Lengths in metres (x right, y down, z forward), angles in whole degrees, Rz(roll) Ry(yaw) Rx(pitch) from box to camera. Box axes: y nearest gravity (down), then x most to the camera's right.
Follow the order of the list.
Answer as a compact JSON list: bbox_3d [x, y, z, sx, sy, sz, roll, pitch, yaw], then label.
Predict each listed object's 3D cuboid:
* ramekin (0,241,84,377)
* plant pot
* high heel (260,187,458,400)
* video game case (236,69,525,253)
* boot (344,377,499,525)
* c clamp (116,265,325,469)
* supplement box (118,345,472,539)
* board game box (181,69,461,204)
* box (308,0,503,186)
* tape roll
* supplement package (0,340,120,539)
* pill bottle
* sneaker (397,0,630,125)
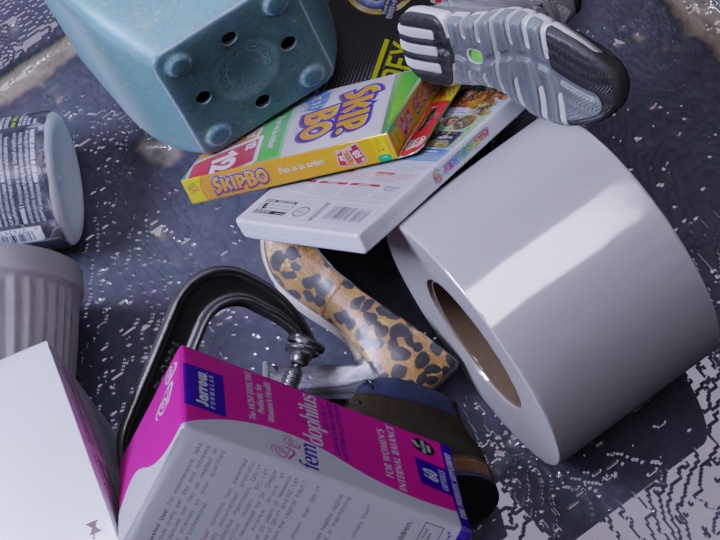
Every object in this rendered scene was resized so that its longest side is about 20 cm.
[{"bbox_3d":[-0.295,0.056,1.312,0.199,0.200,0.106,-7,75,5],"label":"ramekin"},{"bbox_3d":[-0.125,-0.205,1.370,0.195,0.197,0.200,-32,52,-3],"label":"plant pot"},{"bbox_3d":[0.000,0.000,1.357,0.142,0.071,0.201,-3,77,8],"label":"high heel"},{"bbox_3d":[0.023,-0.083,1.303,0.200,0.018,0.143,-43,29,-27],"label":"video game case"},{"bbox_3d":[-0.008,0.123,1.278,0.199,0.075,0.097,9,35,-17],"label":"boot"},{"bbox_3d":[-0.083,0.105,1.288,0.170,0.027,0.201,20,80,-24],"label":"c clamp"},{"bbox_3d":[-0.044,0.143,1.166,0.199,0.104,0.101,21,24,-17],"label":"supplement box"},{"bbox_3d":[-0.028,-0.099,1.334,0.199,0.030,0.096,-8,32,31],"label":"board game box"},{"bbox_3d":[0.041,-0.155,1.435,0.160,0.044,0.201,15,70,14],"label":"box"},{"bbox_3d":[0.130,0.012,1.263,0.139,0.203,0.203,-35,66,-7],"label":"tape roll"},{"bbox_3d":[-0.228,0.174,1.243,0.151,0.200,0.151,-23,65,-3],"label":"supplement package"},{"bbox_3d":[-0.319,-0.056,1.410,0.199,0.106,0.107,-9,65,5],"label":"pill bottle"},{"bbox_3d":[0.128,-0.165,1.259,0.115,0.075,0.200,-32,37,-31],"label":"sneaker"}]
